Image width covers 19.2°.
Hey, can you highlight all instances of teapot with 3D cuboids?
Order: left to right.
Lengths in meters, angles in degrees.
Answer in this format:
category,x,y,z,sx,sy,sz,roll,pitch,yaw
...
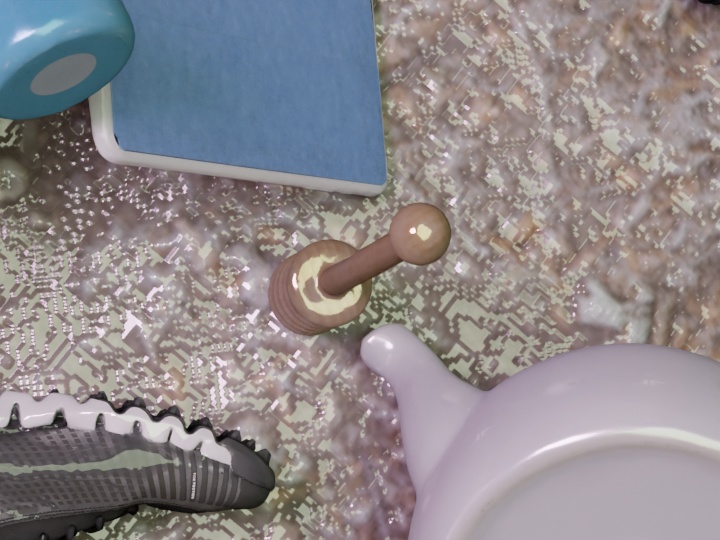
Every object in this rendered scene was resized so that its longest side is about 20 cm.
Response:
category,x,y,z,sx,sy,sz,roll,pitch,yaw
teapot,0.115,0.110,0.891,0.196,0.146,0.201,-14,109,9

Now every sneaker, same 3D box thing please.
category,x,y,z,sx,sy,sz,roll,pitch,yaw
sneaker,-0.136,0.091,0.866,0.199,0.066,0.091,10,84,-9

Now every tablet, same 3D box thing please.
category,x,y,z,sx,sy,sz,roll,pitch,yaw
tablet,-0.049,-0.100,0.868,0.200,0.014,0.131,4,79,-57

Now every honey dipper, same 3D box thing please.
category,x,y,z,sx,sy,sz,roll,pitch,yaw
honey dipper,0.000,0.000,0.839,0.038,0.200,0.038,1,84,-13

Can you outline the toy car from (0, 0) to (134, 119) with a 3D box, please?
category,x,y,z,sx,sy,sz,roll,pitch,yaw
toy car,-0.180,-0.103,0.810,0.176,0.200,0.185,-26,73,-6

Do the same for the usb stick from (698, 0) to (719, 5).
category,x,y,z,sx,sy,sz,roll,pitch,yaw
usb stick,0.124,-0.212,0.982,0.055,0.033,0.200,-38,93,-15
